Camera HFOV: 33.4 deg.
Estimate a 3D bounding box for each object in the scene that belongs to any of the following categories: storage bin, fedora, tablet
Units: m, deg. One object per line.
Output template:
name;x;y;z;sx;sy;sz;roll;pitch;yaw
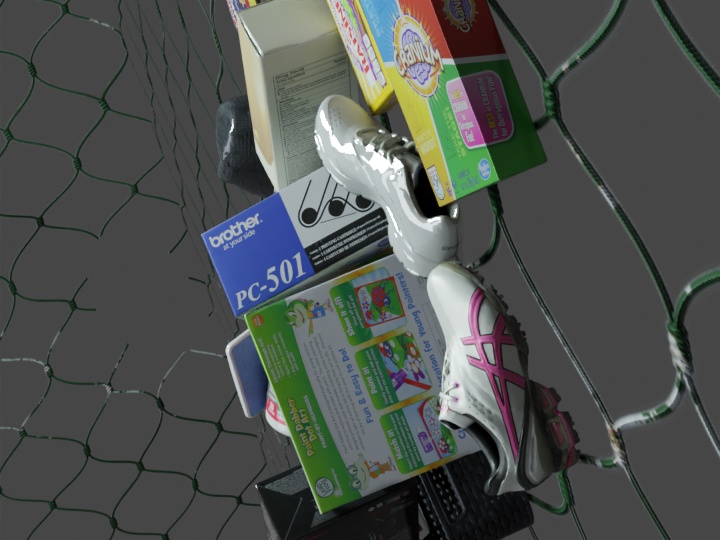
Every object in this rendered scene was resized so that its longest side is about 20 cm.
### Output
storage bin;0.094;0.228;1.252;0.200;0.093;0.136;108;139;-71
fedora;-0.128;-0.154;1.448;0.200;0.091;0.203;180;90;-78
tablet;-0.095;0.095;1.607;0.014;0.200;0.131;23;139;38

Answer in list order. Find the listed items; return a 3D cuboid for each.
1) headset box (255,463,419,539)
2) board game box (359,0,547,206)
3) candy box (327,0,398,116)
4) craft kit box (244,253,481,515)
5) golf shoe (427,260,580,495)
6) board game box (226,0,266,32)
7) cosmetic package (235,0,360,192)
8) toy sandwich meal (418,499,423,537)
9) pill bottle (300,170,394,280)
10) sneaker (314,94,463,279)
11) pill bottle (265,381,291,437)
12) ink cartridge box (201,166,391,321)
headset box;-0.018;0.268;1.239;0.201;0.147;0.075;86;158;-51
board game box;0.060;-0.156;0.891;0.153;0.040;0.202;159;89;-77
candy box;-0.008;-0.243;1.067;0.102;0.026;0.202;147;102;-81
craft kit box;0.018;0.098;1.122;0.049;0.196;0.202;24;-135;-88
golf shoe;0.099;0.086;0.990;0.201;0.091;0.073;62;165;16
board game box;-0.128;-0.360;1.296;0.200;0.061;0.202;-140;31;-67
cosmetic package;-0.058;-0.179;1.206;0.201;0.104;0.071;89;156;-53
toy sandwich meal;0.044;0.254;1.571;0.206;0.070;0.206;60;167;24
pill bottle;0.000;0.000;1.231;0.111;0.110;0.201;107;139;-70
sneaker;0.032;-0.090;1.064;0.200;0.074;0.087;50;151;20
pill bottle;-0.061;0.107;1.551;0.111;0.110;0.202;-134;46;-59
ink cartridge box;-0.047;-0.037;1.168;0.095;0.199;0.044;64;-171;16
